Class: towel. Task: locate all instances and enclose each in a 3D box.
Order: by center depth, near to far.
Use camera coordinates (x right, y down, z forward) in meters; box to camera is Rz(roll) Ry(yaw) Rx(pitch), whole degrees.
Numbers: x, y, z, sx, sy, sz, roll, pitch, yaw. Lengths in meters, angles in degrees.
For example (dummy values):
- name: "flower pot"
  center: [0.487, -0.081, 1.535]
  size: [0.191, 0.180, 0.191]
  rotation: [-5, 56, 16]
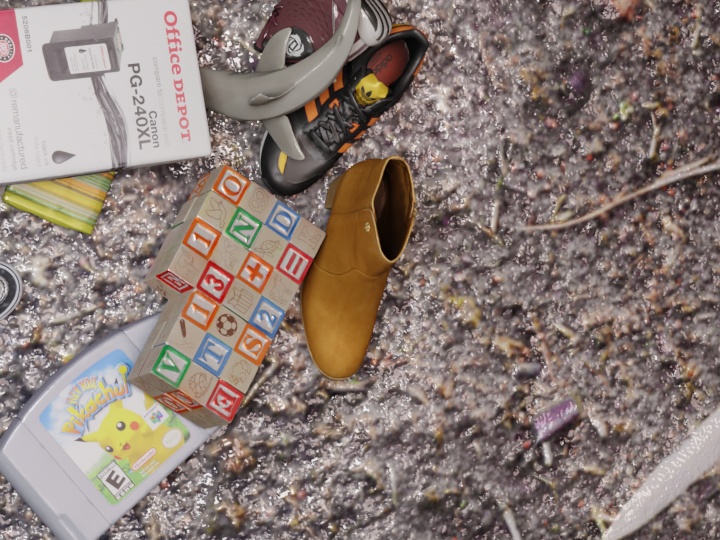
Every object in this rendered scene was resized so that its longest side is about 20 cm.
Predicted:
- name: "towel"
  center: [-0.243, -0.137, 1.554]
  size: [0.086, 0.018, 0.201]
  rotation: [23, 81, -21]

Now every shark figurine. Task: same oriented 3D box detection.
- name: "shark figurine"
  center: [-0.060, -0.175, 1.519]
  size: [0.214, 0.089, 0.128]
  rotation: [-36, 85, 26]

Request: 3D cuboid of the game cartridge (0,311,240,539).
- name: "game cartridge"
  center: [-0.219, 0.136, 1.546]
  size: [0.200, 0.040, 0.133]
  rotation: [-42, 99, -16]

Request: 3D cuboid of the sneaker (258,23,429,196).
- name: "sneaker"
  center: [-0.015, -0.151, 1.595]
  size: [0.070, 0.090, 0.200]
  rotation: [45, 75, -13]

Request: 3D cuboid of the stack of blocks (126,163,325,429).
- name: "stack of blocks"
  center: [-0.128, 0.023, 1.544]
  size: [0.115, 0.059, 0.200]
  rotation: [34, 66, -19]

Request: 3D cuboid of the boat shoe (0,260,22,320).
- name: "boat shoe"
  center: [-0.379, 0.029, 1.472]
  size: [0.199, 0.068, 0.072]
  rotation: [-8, 92, -20]

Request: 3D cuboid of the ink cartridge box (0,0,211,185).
- name: "ink cartridge box"
  center: [-0.238, -0.154, 1.501]
  size: [0.199, 0.083, 0.146]
  rotation: [-10, 93, -22]

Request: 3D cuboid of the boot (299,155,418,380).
- name: "boot"
  center: [0.001, 0.000, 1.569]
  size: [0.071, 0.144, 0.202]
  rotation: [5, 88, -19]

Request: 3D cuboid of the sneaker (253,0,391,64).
- name: "sneaker"
  center: [-0.070, -0.257, 1.589]
  size: [0.115, 0.076, 0.200]
  rotation: [-41, 73, 21]
